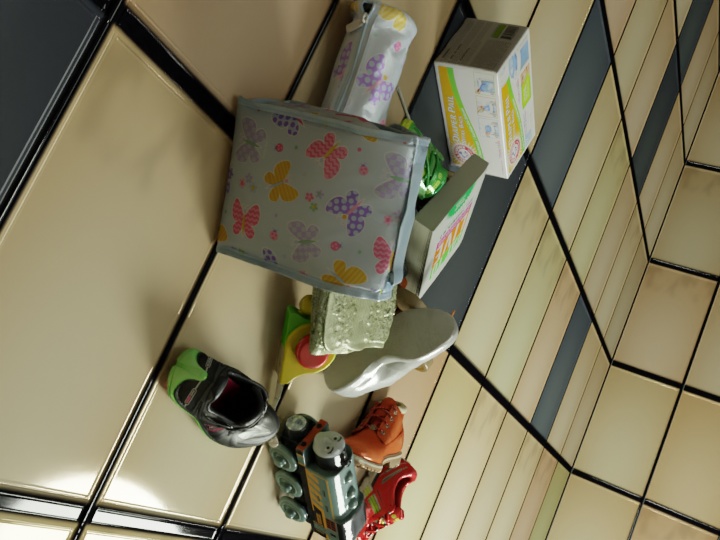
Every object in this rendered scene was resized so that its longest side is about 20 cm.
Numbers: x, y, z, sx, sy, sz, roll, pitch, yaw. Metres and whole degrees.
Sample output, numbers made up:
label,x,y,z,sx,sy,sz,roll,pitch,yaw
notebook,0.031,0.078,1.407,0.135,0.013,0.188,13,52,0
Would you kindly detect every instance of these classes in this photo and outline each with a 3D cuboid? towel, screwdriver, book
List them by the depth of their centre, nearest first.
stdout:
label,x,y,z,sx,sy,sz,roll,pitch,yaw
towel,0.000,0.000,0.972,0.148,0.036,0.203,-5,104,-52
screwdriver,0.069,-0.191,1.081,0.028,0.029,0.200,-63,166,-10
book,0.112,-0.059,1.141,0.134,0.048,0.201,-48,165,-22

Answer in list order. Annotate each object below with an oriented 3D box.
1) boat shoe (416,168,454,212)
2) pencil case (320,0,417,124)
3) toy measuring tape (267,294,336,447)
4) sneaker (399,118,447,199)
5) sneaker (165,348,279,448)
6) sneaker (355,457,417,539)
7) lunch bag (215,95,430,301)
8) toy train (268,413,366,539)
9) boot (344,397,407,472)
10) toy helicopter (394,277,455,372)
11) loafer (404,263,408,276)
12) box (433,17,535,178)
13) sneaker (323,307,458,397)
label,x,y,z,sx,sy,sz,roll,pitch,yaw
boat shoe,0.115,-0.107,1.206,0.200,0.071,0.065,27,82,-63
pencil case,-0.001,-0.203,0.931,0.091,0.082,0.202,-7,115,-82
toy measuring tape,-0.070,0.126,1.012,0.073,0.073,0.202,-15,120,-57
sneaker,0.071,-0.135,1.016,0.074,0.083,0.200,-51,171,15
sneaker,-0.137,0.155,0.896,0.077,0.083,0.200,-63,150,-15
sneaker,0.027,0.390,1.321,0.201,0.084,0.077,-58,148,-24
lunch bag,-0.032,-0.074,0.832,0.127,0.198,0.172,-12,116,-57
toy train,-0.052,0.276,1.086,0.085,0.113,0.202,-44,142,-41
boot,0.019,0.246,1.247,0.200,0.074,0.109,14,91,-70
toy helicopter,0.080,0.089,1.192,0.079,0.131,0.201,-56,148,-26
loafer,-0.007,-0.013,1.057,0.199,0.072,0.073,29,90,-52
box,0.190,-0.253,1.223,0.113,0.100,0.201,-55,147,-29
sneaker,0.050,0.119,1.128,0.088,0.198,0.076,44,25,-51
